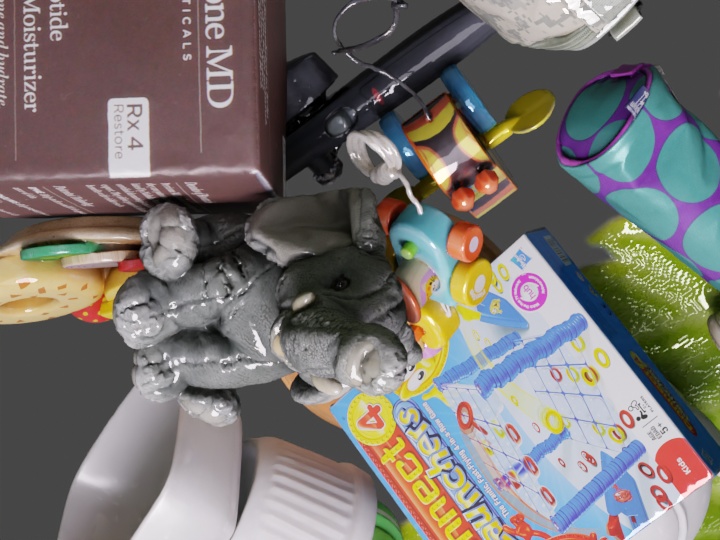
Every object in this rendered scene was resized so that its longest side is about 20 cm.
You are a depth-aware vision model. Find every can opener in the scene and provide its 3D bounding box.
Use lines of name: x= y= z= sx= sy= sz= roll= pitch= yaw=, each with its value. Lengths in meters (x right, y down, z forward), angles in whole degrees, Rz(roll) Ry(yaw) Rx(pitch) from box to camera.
can opener: x=0.008 y=-0.120 z=0.851 sx=0.198 sy=0.064 sz=0.079 roll=-28 pitch=115 yaw=17

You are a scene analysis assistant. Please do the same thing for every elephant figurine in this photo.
elephant figurine: x=-0.025 y=0.023 z=0.721 sx=0.198 sy=0.157 sz=0.142 roll=-4 pitch=148 yaw=30

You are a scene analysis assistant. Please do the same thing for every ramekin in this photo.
ramekin: x=-0.079 y=0.218 z=0.970 sx=0.094 sy=0.203 sz=0.203 roll=32 pitch=116 yaw=-15

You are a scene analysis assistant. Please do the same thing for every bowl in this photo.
bowl: x=-0.152 y=0.172 z=0.947 sx=0.074 sy=0.201 sz=0.201 roll=30 pitch=116 yaw=-20

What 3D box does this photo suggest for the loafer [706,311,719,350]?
loafer: x=0.343 y=0.056 z=0.944 sx=0.198 sy=0.076 sz=0.069 roll=17 pitch=118 yaw=-19

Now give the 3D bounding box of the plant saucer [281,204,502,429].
plant saucer: x=0.026 y=0.048 z=0.963 sx=0.197 sy=0.038 sz=0.203 roll=0 pitch=121 yaw=1

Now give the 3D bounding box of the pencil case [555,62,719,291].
pencil case: x=0.230 y=-0.054 z=0.872 sx=0.199 sy=0.085 sz=0.093 roll=36 pitch=90 yaw=-19

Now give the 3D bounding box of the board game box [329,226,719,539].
board game box: x=0.110 y=0.111 z=0.889 sx=0.196 sy=0.056 sz=0.201 roll=-43 pitch=78 yaw=22

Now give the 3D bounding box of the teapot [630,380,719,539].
teapot: x=0.174 y=0.175 z=0.971 sx=0.194 sy=0.147 sz=0.202 roll=5 pitch=121 yaw=-1

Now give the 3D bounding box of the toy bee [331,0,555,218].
toy bee: x=0.052 y=-0.070 z=0.804 sx=0.199 sy=0.109 sz=0.131 roll=9 pitch=133 yaw=-46

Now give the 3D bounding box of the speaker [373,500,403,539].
speaker: x=-0.006 y=0.267 z=0.995 sx=0.087 sy=0.201 sz=0.090 roll=1 pitch=121 yaw=1

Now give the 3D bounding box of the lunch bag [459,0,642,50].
lunch bag: x=0.077 y=-0.228 z=0.727 sx=0.199 sy=0.168 sz=0.139 roll=39 pitch=114 yaw=-19

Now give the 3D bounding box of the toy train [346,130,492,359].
toy train: x=0.000 y=0.000 z=0.820 sx=0.150 sy=0.056 sz=0.200 roll=40 pitch=154 yaw=1

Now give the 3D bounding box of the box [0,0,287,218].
box: x=-0.148 y=-0.123 z=0.763 sx=0.197 sy=0.164 sz=0.169 roll=-2 pitch=85 yaw=2

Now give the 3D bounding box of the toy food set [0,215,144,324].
toy food set: x=-0.158 y=0.011 z=0.878 sx=0.196 sy=0.049 sz=0.199 roll=-13 pitch=158 yaw=37
